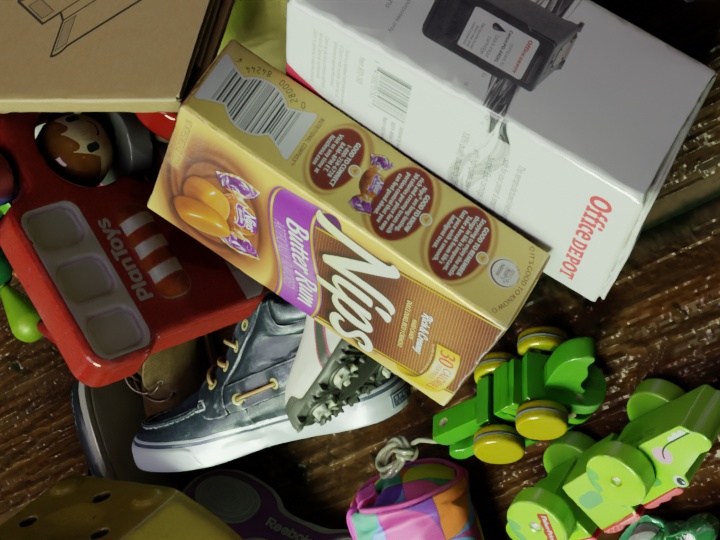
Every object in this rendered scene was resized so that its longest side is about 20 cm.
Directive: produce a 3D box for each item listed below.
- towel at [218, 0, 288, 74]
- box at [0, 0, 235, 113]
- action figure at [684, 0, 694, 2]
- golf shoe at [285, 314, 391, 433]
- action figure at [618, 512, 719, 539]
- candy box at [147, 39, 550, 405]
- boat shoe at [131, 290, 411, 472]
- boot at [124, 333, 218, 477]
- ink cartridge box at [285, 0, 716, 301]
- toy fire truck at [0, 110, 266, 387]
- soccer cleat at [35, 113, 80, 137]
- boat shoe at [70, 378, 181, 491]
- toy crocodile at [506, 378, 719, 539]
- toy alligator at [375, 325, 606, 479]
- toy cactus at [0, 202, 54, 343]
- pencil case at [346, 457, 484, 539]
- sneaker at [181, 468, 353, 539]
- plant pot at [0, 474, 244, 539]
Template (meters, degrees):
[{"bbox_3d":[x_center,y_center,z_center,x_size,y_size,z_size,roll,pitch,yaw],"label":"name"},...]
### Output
[{"bbox_3d":[-0.026,-0.138,1.153,0.198,0.018,0.087,-15,103,28],"label":"towel"},{"bbox_3d":[-0.147,-0.167,1.187,0.199,0.165,0.021,3,159,39],"label":"box"},{"bbox_3d":[0.111,-0.222,0.963,0.200,0.104,0.194,46,127,6],"label":"action figure"},{"bbox_3d":[0.000,0.000,1.201,0.088,0.077,0.201,39,113,24],"label":"golf shoe"},{"bbox_3d":[0.165,0.210,1.224,0.118,0.055,0.201,36,131,16],"label":"action figure"},{"bbox_3d":[-0.010,-0.022,1.081,0.199,0.057,0.117,33,152,1],"label":"candy box"},{"bbox_3d":[-0.068,0.063,1.300,0.199,0.071,0.092,-16,100,25],"label":"boat shoe"},{"bbox_3d":[-0.134,0.064,1.365,0.073,0.075,0.202,19,129,27],"label":"boot"},{"bbox_3d":[0.065,-0.086,1.038,0.199,0.084,0.145,30,162,7],"label":"ink cartridge box"},{"bbox_3d":[-0.145,-0.041,1.228,0.201,0.167,0.112,58,137,13],"label":"toy fire truck"},{"bbox_3d":[-0.212,-0.104,1.321,0.069,0.077,0.201,-22,101,45],"label":"soccer cleat"},{"bbox_3d":[-0.163,0.158,1.448,0.066,0.075,0.200,-13,118,33],"label":"boat shoe"},{"bbox_3d":[0.145,0.119,1.171,0.062,0.068,0.200,44,139,-6],"label":"toy crocodile"},{"bbox_3d":[0.086,0.087,1.213,0.054,0.060,0.200,21,145,-27],"label":"toy alligator"},{"bbox_3d":[-0.277,-0.037,1.419,0.164,0.102,0.201,-1,124,51],"label":"toy cactus"},{"bbox_3d":[0.049,0.221,1.286,0.088,0.088,0.202,-4,104,41],"label":"pencil case"},{"bbox_3d":[-0.036,0.212,1.390,0.199,0.075,0.100,32,145,27],"label":"sneaker"},{"bbox_3d":[-0.158,0.247,1.323,0.194,0.194,0.202,3,120,42],"label":"plant pot"}]
